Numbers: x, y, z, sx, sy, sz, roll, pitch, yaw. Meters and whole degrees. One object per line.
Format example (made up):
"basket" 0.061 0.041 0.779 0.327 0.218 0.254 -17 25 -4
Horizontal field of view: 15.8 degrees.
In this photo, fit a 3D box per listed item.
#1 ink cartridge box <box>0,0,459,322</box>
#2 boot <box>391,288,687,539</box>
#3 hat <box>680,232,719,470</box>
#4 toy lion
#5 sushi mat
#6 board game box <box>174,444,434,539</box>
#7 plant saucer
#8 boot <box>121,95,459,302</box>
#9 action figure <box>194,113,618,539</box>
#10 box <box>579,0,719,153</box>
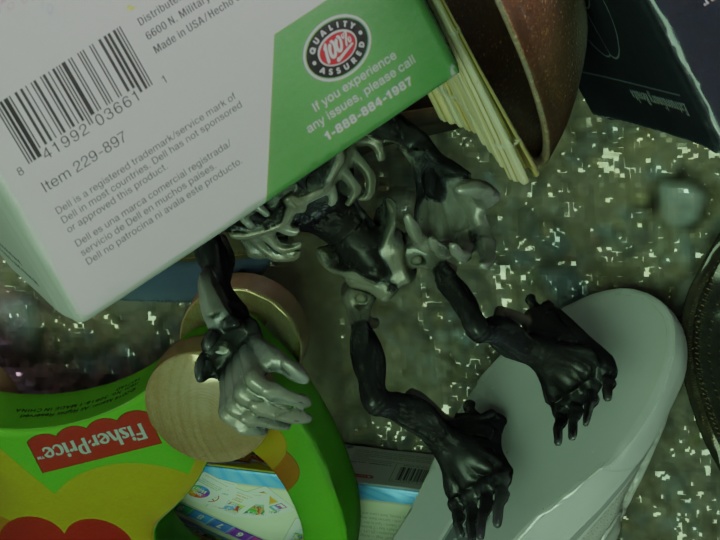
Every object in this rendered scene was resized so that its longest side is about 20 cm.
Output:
"ink cartridge box" -0.085 -0.111 0.771 0.145 0.088 0.200 -34 115 -11
"boot" 0.067 0.105 0.985 0.074 0.096 0.200 36 88 39
"hat" 0.209 0.051 0.922 0.200 0.081 0.201 5 112 12
"toy lion" -0.089 0.115 0.994 0.200 0.069 0.192 -16 114 20
"sushi mat" -0.001 -0.121 0.826 0.012 0.096 0.200 -31 111 -5
"board game box" -0.062 0.130 1.043 0.200 0.034 0.135 7 112 11
"plant saucer" 0.021 -0.128 0.838 0.037 0.200 0.201 -31 102 -5
"boot" -0.036 -0.044 0.966 0.200 0.075 0.097 -5 136 4
"action figure" 0.000 0.000 0.881 0.119 0.102 0.200 -42 114 13
"box" 0.091 -0.152 0.820 0.107 0.148 0.200 -30 103 -5
